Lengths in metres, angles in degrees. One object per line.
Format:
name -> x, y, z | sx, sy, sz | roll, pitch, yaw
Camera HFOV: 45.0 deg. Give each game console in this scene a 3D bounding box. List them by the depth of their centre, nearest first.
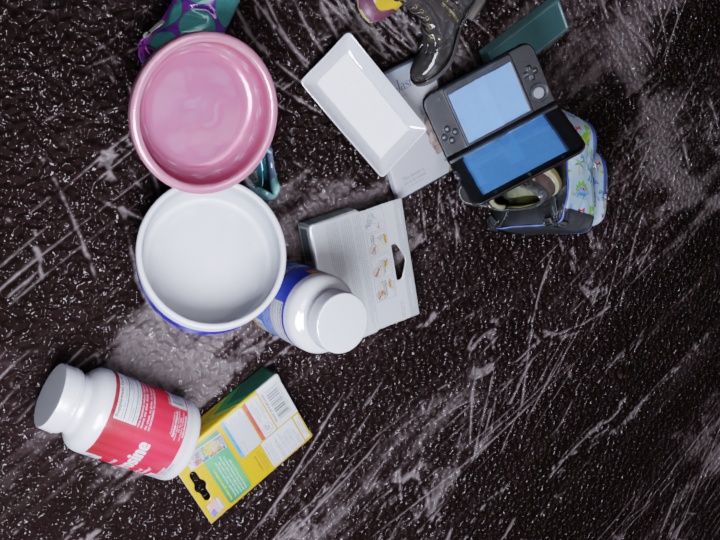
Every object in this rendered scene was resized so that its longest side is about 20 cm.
game console -> 0.220, -0.230, 1.354 | 0.197, 0.119, 0.174 | -27, 108, 4

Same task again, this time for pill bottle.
pill bottle -> -0.321, 0.198, 1.155 | 0.198, 0.112, 0.114 | 29, 83, -33
pill bottle -> -0.075, 0.053, 1.237 | 0.110, 0.199, 0.114 | -7, 102, -32

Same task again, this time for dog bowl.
dog bowl -> -0.202, -0.017, 1.169 | 0.196, 0.079, 0.204 | 3, 79, -15

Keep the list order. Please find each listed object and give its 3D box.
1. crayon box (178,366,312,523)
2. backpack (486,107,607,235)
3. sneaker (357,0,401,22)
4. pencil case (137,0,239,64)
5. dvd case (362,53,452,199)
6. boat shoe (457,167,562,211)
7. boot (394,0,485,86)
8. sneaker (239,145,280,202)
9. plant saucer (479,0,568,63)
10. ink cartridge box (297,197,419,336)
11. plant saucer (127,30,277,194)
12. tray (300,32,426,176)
crayon box -> -0.182, 0.257, 1.294 | 0.199, 0.051, 0.127 | -38, 117, -23
backpack -> 0.323, -0.163, 1.473 | 0.145, 0.182, 0.204 | 7, 85, -36
sneaker -> 0.076, -0.453, 1.309 | 0.201, 0.090, 0.075 | -50, 121, -16
pencil case -> -0.214, -0.349, 1.142 | 0.092, 0.084, 0.203 | 33, 80, -46
dvd case -> 0.084, -0.233, 1.398 | 0.141, 0.017, 0.203 | -30, 113, -25
boat shoe -> 0.227, -0.130, 1.398 | 0.066, 0.199, 0.073 | -41, 116, -34
boot -> 0.085, -0.388, 1.282 | 0.172, 0.069, 0.202 | 16, 112, -41
sneaker -> -0.157, -0.188, 1.207 | 0.077, 0.086, 0.203 | -31, 115, -25
plant saucer -> 0.288, -0.398, 1.503 | 0.199, 0.019, 0.071 | -40, 118, -22
ink cartridge box -> 0.000, 0.000, 1.371 | 0.171, 0.043, 0.204 | -20, 109, -30
plant saucer -> -0.202, -0.202, 1.105 | 0.198, 0.051, 0.204 | -14, 116, -30
tray -> 0.006, -0.251, 1.325 | 0.107, 0.022, 0.200 | -45, 115, -3
